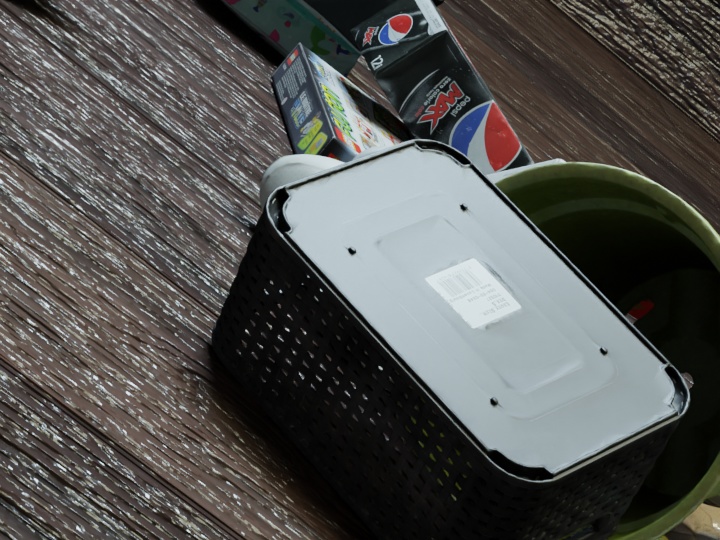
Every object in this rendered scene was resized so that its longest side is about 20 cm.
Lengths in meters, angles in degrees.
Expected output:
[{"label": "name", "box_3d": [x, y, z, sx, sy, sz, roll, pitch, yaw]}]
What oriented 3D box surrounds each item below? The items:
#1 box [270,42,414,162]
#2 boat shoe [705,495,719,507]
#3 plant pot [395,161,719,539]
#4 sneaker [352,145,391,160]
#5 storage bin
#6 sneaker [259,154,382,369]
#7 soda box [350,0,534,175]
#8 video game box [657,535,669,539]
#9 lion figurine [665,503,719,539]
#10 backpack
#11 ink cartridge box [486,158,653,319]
[{"label": "box", "box_3d": [0.000, -0.082, 1.848, 0.110, 0.035, 0.200, 37, 13, -20]}, {"label": "boat shoe", "box_3d": [0.292, 0.157, 1.820, 0.200, 0.073, 0.075, 40, 13, -6]}, {"label": "plant pot", "box_3d": [0.145, 0.053, 1.429, 0.200, 0.201, 0.184, 46, 16, 24]}, {"label": "sneaker", "box_3d": [0.068, 0.001, 1.692, 0.199, 0.076, 0.114, 35, 14, -3]}, {"label": "storage bin", "box_3d": [0.041, 0.045, 1.288, 0.135, 0.094, 0.200, -21, 59, -41]}, {"label": "sneaker", "box_3d": [0.000, 0.000, 1.498, 0.080, 0.071, 0.200, 18, 27, -54]}, {"label": "soda box", "box_3d": [0.071, -0.104, 1.933, 0.200, 0.063, 0.071, 54, 7, -39]}, {"label": "video game box", "box_3d": [0.194, 0.221, 1.378, 0.200, 0.047, 0.182, 42, 14, 6]}, {"label": "lion figurine", "box_3d": [0.217, 0.166, 1.581, 0.199, 0.073, 0.123, 30, 9, -25]}, {"label": "backpack", "box_3d": [-0.032, -0.244, 2.032, 0.177, 0.151, 0.200, 39, 20, -19]}, {"label": "ink cartridge box", "box_3d": [0.154, -0.002, 1.828, 0.176, 0.045, 0.200, 37, -12, -13]}]
